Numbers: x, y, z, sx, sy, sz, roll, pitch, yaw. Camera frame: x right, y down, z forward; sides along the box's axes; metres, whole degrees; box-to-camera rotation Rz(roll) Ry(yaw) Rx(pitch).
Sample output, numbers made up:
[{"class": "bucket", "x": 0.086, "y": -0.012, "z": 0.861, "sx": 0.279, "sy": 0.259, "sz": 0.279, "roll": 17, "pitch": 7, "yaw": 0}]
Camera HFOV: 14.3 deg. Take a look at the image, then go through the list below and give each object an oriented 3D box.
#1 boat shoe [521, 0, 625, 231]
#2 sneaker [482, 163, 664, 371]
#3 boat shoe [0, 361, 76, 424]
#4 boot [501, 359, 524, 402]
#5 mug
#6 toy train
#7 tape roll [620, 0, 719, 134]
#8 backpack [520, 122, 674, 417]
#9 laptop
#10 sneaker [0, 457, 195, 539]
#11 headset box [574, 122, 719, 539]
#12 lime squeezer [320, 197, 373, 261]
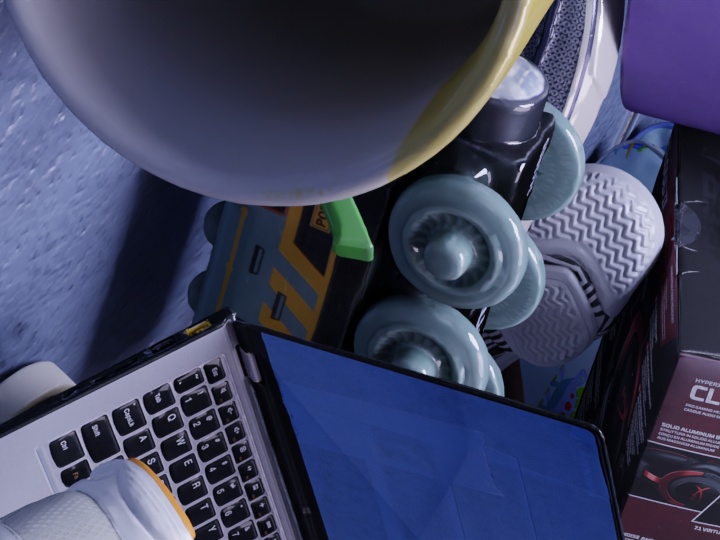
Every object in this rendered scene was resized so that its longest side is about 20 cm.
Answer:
[{"class": "boat shoe", "x": 0.026, "y": -0.049, "z": 1.058, "sx": 0.093, "sy": 0.075, "sz": 0.201, "roll": 2, "pitch": 113, "yaw": -49}, {"class": "sneaker", "x": 0.068, "y": -0.005, "z": 1.179, "sx": 0.200, "sy": 0.075, "sz": 0.115, "roll": -38, "pitch": -176, "yaw": 47}, {"class": "boat shoe", "x": -0.131, "y": 0.127, "z": 0.992, "sx": 0.072, "sy": 0.059, "sz": 0.200, "roll": -21, "pitch": 143, "yaw": -60}, {"class": "boot", "x": 0.055, "y": 0.140, "z": 1.290, "sx": 0.064, "sy": 0.201, "sz": 0.187, "roll": -3, "pitch": 138, "yaw": -13}, {"class": "mug", "x": 0.014, "y": -0.099, "z": 0.775, "sx": 0.153, "sy": 0.186, "sz": 0.150, "roll": -35, "pitch": 149, "yaw": -65}, {"class": "toy train", "x": 0.000, "y": 0.000, "z": 0.968, "sx": 0.085, "sy": 0.114, "sz": 0.201, "roll": -53, "pitch": 165, "yaw": -49}, {"class": "tape roll", "x": 0.166, "y": -0.148, "z": 1.098, "sx": 0.200, "sy": 0.085, "sz": 0.201, "roll": 14, "pitch": 90, "yaw": -79}, {"class": "backpack", "x": 0.167, "y": 0.047, "z": 1.372, "sx": 0.147, "sy": 0.200, "sz": 0.183, "roll": 17, "pitch": 110, "yaw": -50}, {"class": "laptop", "x": -0.024, "y": 0.119, "z": 0.925, "sx": 0.199, "sy": 0.116, "sz": 0.188, "roll": -27, "pitch": 136, "yaw": -11}, {"class": "sneaker", "x": -0.118, "y": 0.137, "z": 0.868, "sx": 0.092, "sy": 0.076, "sz": 0.200, "roll": -11, "pitch": 139, "yaw": -34}, {"class": "headset box", "x": 0.141, "y": 0.046, "z": 1.151, "sx": 0.149, "sy": 0.075, "sz": 0.201, "roll": -83, "pitch": -175, "yaw": -50}, {"class": "lime squeezer", "x": -0.015, "y": -0.096, "z": 0.880, "sx": 0.038, "sy": 0.070, "sz": 0.201, "roll": 64, "pitch": 32, "yaw": -52}]
